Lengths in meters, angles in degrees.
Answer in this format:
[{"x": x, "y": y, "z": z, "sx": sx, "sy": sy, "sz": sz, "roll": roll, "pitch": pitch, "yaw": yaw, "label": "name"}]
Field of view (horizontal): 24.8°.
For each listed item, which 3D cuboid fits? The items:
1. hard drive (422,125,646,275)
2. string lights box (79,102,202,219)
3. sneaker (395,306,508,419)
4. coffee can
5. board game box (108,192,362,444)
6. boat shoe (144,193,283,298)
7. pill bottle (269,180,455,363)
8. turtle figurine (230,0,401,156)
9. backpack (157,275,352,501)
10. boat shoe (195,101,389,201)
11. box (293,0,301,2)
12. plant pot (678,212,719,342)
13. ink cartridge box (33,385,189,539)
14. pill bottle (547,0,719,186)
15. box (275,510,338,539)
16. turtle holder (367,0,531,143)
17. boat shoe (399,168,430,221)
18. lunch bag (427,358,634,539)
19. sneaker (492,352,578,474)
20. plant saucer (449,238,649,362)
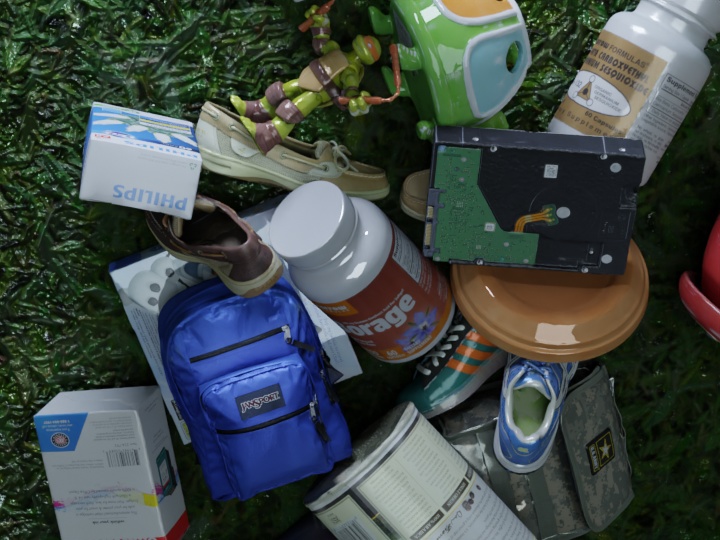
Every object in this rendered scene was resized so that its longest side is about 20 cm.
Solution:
[{"x": 0.163, "y": -0.067, "z": 1.571, "sx": 0.200, "sy": 0.038, "sz": 0.140, "roll": 3, "pitch": 125, "yaw": 0, "label": "hard drive"}, {"x": -0.207, "y": -0.104, "z": 1.533, "sx": 0.103, "sy": 0.200, "sz": 0.059, "roll": 11, "pitch": 103, "yaw": -12, "label": "string lights box"}, {"x": 0.109, "y": 0.074, "z": 1.698, "sx": 0.200, "sy": 0.071, "sz": 0.080, "roll": -37, "pitch": 106, "yaw": -6, "label": "sneaker"}, {"x": 0.064, "y": 0.249, "z": 1.597, "sx": 0.146, "sy": 0.146, "sz": 0.200, "roll": -42, "pitch": 95, "yaw": 4, "label": "coffee can"}, {"x": -0.125, "y": 0.049, "z": 1.667, "sx": 0.199, "sy": 0.043, "sz": 0.200, "roll": -21, "pitch": 107, "yaw": -1, "label": "board game box"}, {"x": -0.151, "y": -0.044, "z": 1.560, "sx": 0.072, "sy": 0.200, "sz": 0.072, "roll": -41, "pitch": 133, "yaw": -12, "label": "boat shoe"}, {"x": 0.000, "y": 0.000, "z": 1.599, "sx": 0.112, "sy": 0.112, "sz": 0.200, "roll": -43, "pitch": 135, "yaw": 4, "label": "pill bottle"}, {"x": -0.043, "y": -0.184, "z": 1.559, "sx": 0.161, "sy": 0.200, "sz": 0.064, "roll": -32, "pitch": 138, "yaw": 5, "label": "turtle figurine"}, {"x": -0.099, "y": 0.105, "z": 1.578, "sx": 0.162, "sy": 0.168, "sz": 0.200, "roll": -20, "pitch": 105, "yaw": -11, "label": "backpack"}, {"x": -0.065, "y": -0.115, "z": 1.620, "sx": 0.200, "sy": 0.073, "sz": 0.063, "roll": 13, "pitch": 106, "yaw": -4, "label": "boat shoe"}, {"x": -0.043, "y": -0.340, "z": 1.495, "sx": 0.106, "sy": 0.200, "sz": 0.152, "roll": -18, "pitch": 107, "yaw": -5, "label": "box"}, {"x": 0.441, "y": 0.005, "z": 1.665, "sx": 0.200, "sy": 0.200, "sz": 0.183, "roll": 29, "pitch": 106, "yaw": -15, "label": "plant pot"}, {"x": -0.247, "y": 0.224, "z": 1.664, "sx": 0.116, "sy": 0.067, "sz": 0.200, "roll": -4, "pitch": 107, "yaw": 16, "label": "ink cartridge box"}, {"x": 0.281, "y": -0.195, "z": 1.627, "sx": 0.114, "sy": 0.114, "sz": 0.200, "roll": 27, "pitch": 99, "yaw": -14, "label": "pill bottle"}, {"x": -0.058, "y": 0.364, "z": 1.680, "sx": 0.198, "sy": 0.200, "sz": 0.123, "roll": -40, "pitch": 106, "yaw": 2, "label": "box"}, {"x": 0.098, "y": -0.194, "z": 1.587, "sx": 0.132, "sy": 0.141, "sz": 0.186, "roll": -21, "pitch": 105, "yaw": -6, "label": "turtle holder"}, {"x": 0.134, "y": -0.090, "z": 1.628, "sx": 0.200, "sy": 0.074, "sz": 0.069, "roll": -2, "pitch": 144, "yaw": 10, "label": "boat shoe"}, {"x": 0.189, "y": 0.197, "z": 1.717, "sx": 0.200, "sy": 0.118, "sz": 0.164, "roll": -19, "pitch": 108, "yaw": -8, "label": "lunch bag"}, {"x": 0.180, "y": 0.100, "z": 1.621, "sx": 0.076, "sy": 0.077, "sz": 0.200, "roll": 9, "pitch": 71, "yaw": 3, "label": "sneaker"}, {"x": 0.190, "y": 0.000, "z": 1.632, "sx": 0.200, "sy": 0.200, "sz": 0.037, "roll": -6, "pitch": 144, "yaw": -7, "label": "plant saucer"}]
